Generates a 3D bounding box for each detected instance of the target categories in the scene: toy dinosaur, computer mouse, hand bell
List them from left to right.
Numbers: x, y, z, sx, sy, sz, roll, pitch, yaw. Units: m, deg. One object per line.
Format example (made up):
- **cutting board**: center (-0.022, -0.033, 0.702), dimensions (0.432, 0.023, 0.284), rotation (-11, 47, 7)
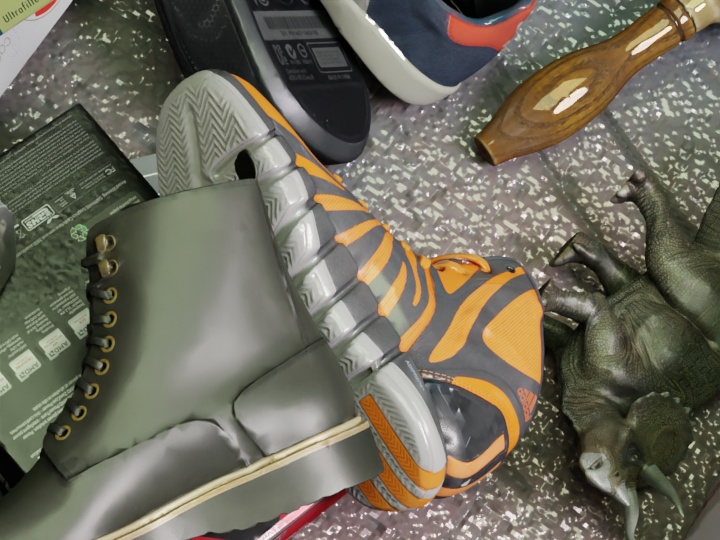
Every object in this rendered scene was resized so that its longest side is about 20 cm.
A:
- **computer mouse**: center (-0.059, -0.128, 1.308), dimensions (0.053, 0.138, 0.200), rotation (-29, 76, 26)
- **toy dinosaur**: center (0.126, 0.024, 1.280), dimensions (0.102, 0.077, 0.200), rotation (42, 59, -2)
- **hand bell**: center (0.136, -0.107, 1.341), dimensions (0.200, 0.104, 0.104), rotation (-35, 74, -8)

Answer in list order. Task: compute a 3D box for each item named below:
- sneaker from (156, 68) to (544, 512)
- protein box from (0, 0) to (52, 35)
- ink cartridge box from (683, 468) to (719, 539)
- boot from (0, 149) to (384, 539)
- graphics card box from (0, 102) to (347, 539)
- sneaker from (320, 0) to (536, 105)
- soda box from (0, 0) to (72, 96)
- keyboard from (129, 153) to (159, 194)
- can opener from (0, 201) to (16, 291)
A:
- **sneaker**: center (0.000, 0.000, 1.227), dimensions (0.112, 0.078, 0.200), rotation (-23, 81, -46)
- **protein box**: center (-0.239, -0.195, 1.191), dimensions (0.135, 0.200, 0.199), rotation (-35, 44, -6)
- **ink cartridge box**: center (0.218, 0.042, 1.234), dimensions (0.084, 0.145, 0.200), rotation (29, 64, 4)
- **boot**: center (-0.106, 0.048, 1.142), dimensions (0.200, 0.077, 0.138), rotation (-19, 87, -21)
- **graphics card box**: center (-0.104, 0.043, 1.230), dimensions (0.125, 0.051, 0.200), rotation (-37, 80, -22)
- **sneaker**: center (-0.003, -0.162, 1.282), dimensions (0.200, 0.084, 0.075), rotation (41, 33, -27)
- **soda box**: center (-0.180, -0.113, 1.277), dimensions (0.068, 0.064, 0.200), rotation (13, 58, 35)
- **keyboard**: center (-0.152, -0.008, 1.276), dimensions (0.200, 0.011, 0.056), rotation (-14, 73, -15)
- **can opener**: center (-0.192, 0.047, 1.151), dimensions (0.067, 0.053, 0.200), rotation (14, 56, 19)
